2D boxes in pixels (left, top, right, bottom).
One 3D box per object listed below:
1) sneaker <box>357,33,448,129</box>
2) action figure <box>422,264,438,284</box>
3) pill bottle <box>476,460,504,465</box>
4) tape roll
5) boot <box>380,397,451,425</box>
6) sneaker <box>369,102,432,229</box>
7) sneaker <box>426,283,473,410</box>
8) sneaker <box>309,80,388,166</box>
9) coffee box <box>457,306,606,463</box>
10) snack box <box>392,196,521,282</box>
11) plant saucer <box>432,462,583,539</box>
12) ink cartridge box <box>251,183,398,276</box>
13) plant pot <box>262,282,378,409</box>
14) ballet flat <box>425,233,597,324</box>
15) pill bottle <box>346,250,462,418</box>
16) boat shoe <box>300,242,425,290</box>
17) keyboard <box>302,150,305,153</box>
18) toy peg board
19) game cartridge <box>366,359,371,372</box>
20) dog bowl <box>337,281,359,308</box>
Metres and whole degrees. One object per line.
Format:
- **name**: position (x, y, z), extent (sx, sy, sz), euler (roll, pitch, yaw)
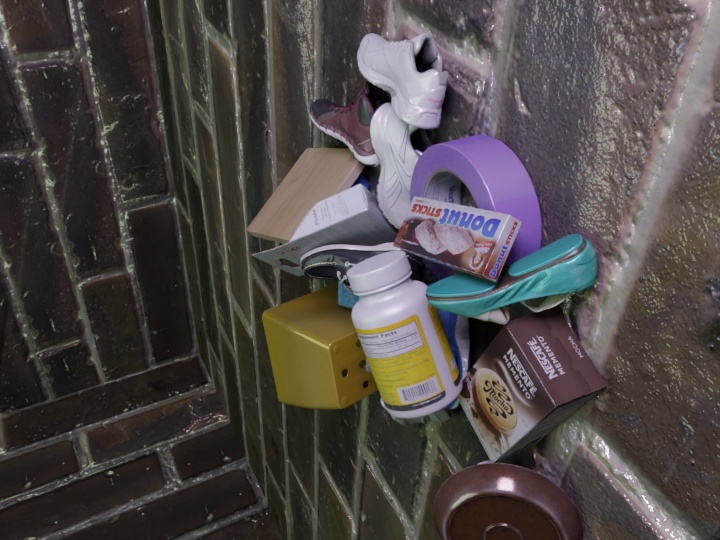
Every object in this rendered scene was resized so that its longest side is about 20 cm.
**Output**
- **sneaker**: position (0.065, -0.280, 0.908), extent (0.200, 0.078, 0.100), euler (56, 135, 36)
- **action figure**: position (0.093, 0.065, 1.064), extent (0.130, 0.069, 0.201), euler (-124, 42, -50)
- **pill bottle**: position (0.184, 0.376, 1.002), extent (0.111, 0.110, 0.201), euler (52, 149, 41)
- **tape roll**: position (0.141, -0.068, 0.865), extent (0.200, 0.065, 0.201), euler (46, 144, 49)
- **boot**: position (0.075, 0.197, 1.052), extent (0.200, 0.095, 0.074), euler (58, -161, -51)
- **sneaker**: position (0.070, -0.140, 0.976), extent (0.087, 0.074, 0.201), euler (13, 129, 37)
- **sneaker**: position (0.118, 0.107, 0.979), extent (0.079, 0.089, 0.201), euler (-48, -43, -68)
- **sneaker**: position (-0.007, -0.262, 1.084), extent (0.200, 0.075, 0.116), euler (43, 138, 34)
- **coffee box**: position (0.203, 0.148, 0.847), extent (0.113, 0.079, 0.200), euler (62, 155, 26)
- **snack box**: position (0.108, -0.042, 0.801), extent (0.200, 0.024, 0.072), euler (24, 89, 61)
- **plant saucer**: position (0.192, 0.348, 0.896), extent (0.035, 0.199, 0.202), euler (-52, -34, -61)
- **ink cartridge box**: position (-0.051, -0.056, 1.057), extent (0.160, 0.199, 0.048), euler (29, -136, -64)
- **plant pot**: position (-0.048, 0.160, 1.309), extent (0.176, 0.199, 0.201), euler (16, 120, 51)
- **ballet flat**: position (0.170, 0.024, 0.757), extent (0.199, 0.067, 0.071), euler (-20, 109, 27)
- **pill bottle**: position (0.054, 0.081, 0.885), extent (0.111, 0.111, 0.201), euler (8, 121, 65)
- **boat shoe**: position (0.000, 0.000, 1.023), extent (0.074, 0.199, 0.061), euler (57, -146, -62)
- **keyboard**: position (-0.080, -0.148, 1.378), extent (0.127, 0.020, 0.201), euler (12, 116, 65)
- **toy peg board**: position (-0.071, -0.111, 1.205), extent (0.098, 0.201, 0.199), euler (43, 163, -33)
- **game cartridge**: position (0.032, 0.062, 1.133), extent (0.134, 0.040, 0.201), euler (109, 165, -61)
- **dog bowl**: position (-0.010, -0.012, 1.211), extent (0.201, 0.049, 0.112), euler (100, 173, -46)
